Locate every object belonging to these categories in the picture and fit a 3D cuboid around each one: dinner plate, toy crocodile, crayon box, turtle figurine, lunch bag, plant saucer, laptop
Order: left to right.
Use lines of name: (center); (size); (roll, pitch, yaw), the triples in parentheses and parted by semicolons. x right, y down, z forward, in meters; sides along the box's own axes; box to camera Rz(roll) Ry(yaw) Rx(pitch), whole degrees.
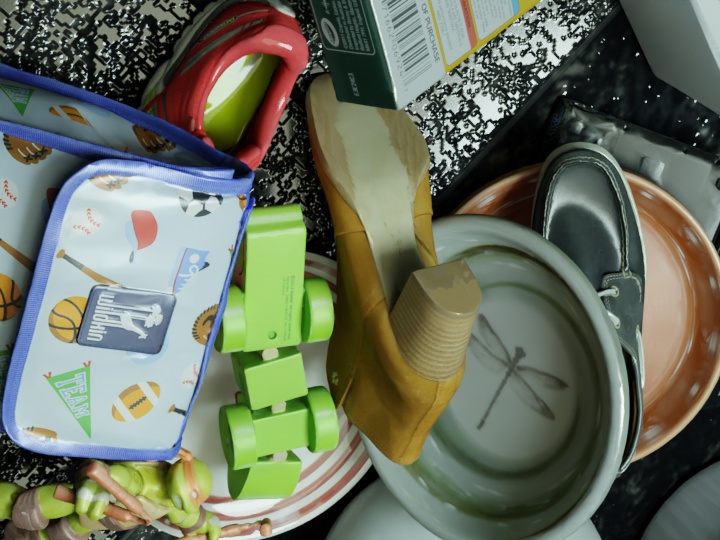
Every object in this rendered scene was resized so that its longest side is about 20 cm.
lunch bag: (-0.166, -0.005, 0.966); (0.199, 0.124, 0.171); (19, 110, 4)
turtle figurine: (-0.150, 0.129, 1.063); (0.160, 0.065, 0.200); (-15, 162, 20)
dinner plate: (-0.068, 0.076, 1.143); (0.199, 0.024, 0.201); (-9, 115, -19)
toy crocodile: (-0.054, 0.051, 1.082); (0.067, 0.062, 0.201); (-11, 120, -17)
crayon box: (0.050, -0.191, 1.026); (0.200, 0.051, 0.126); (-39, 126, -34)
plant saucer: (0.081, 0.065, 1.092); (0.050, 0.200, 0.201); (-10, 120, -49)
plant saucer: (0.130, 0.029, 1.166); (0.199, 0.032, 0.202); (0, 104, 2)
laptop: (0.188, -0.006, 1.224); (0.199, 0.103, 0.178); (20, 105, -2)

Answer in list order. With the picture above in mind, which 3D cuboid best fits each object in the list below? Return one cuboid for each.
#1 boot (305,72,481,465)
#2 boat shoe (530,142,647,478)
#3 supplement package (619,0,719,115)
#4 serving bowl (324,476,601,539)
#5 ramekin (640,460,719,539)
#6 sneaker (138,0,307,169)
boot: (0.001, 0.000, 1.078); (0.070, 0.202, 0.144); (-7, 143, -27)
boat shoe: (0.140, 0.025, 1.114); (0.071, 0.068, 0.201); (-3, 102, 1)
supplement package: (0.259, -0.197, 1.104); (0.200, 0.117, 0.118); (-35, 122, -5)
serving bowl: (0.068, 0.216, 1.171); (0.199, 0.066, 0.201); (0, 90, -3)
ramekin: (0.288, 0.225, 1.318); (0.199, 0.098, 0.202); (-9, 116, -19)
sneaker: (-0.097, -0.062, 1.024); (0.077, 0.085, 0.201); (25, 101, -29)
